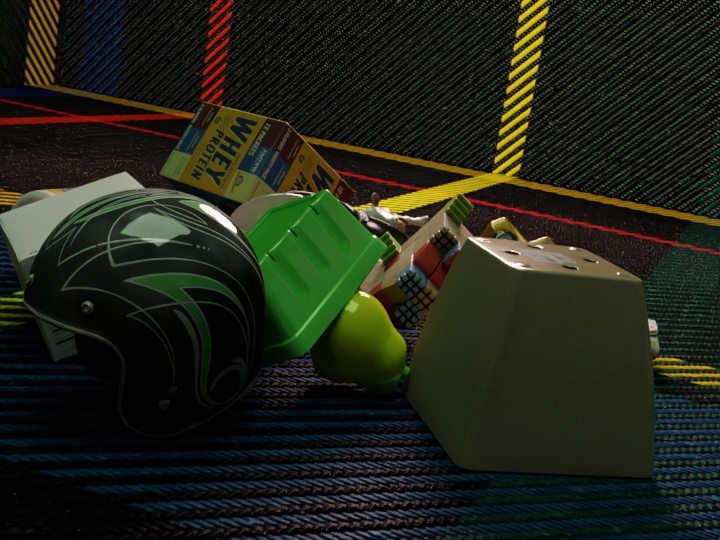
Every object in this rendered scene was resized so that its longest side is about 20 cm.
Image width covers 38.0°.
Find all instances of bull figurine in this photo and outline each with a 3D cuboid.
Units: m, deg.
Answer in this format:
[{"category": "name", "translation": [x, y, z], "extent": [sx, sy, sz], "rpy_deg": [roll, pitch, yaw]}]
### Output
[{"category": "bull figurine", "translation": [0.025, -0.049, 1.533], "extent": [0.120, 0.066, 0.200], "rpy_deg": [11, -22, -25]}]

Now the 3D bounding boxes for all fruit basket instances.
[{"category": "fruit basket", "translation": [-0.046, 0.046, 1.081], "extent": [0.154, 0.220, 0.214], "rpy_deg": [-14, -5, 39]}]

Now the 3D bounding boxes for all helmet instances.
[{"category": "helmet", "translation": [-0.182, 0.023, 0.908], "extent": [0.196, 0.193, 0.201], "rpy_deg": [-13, 26, 6]}]

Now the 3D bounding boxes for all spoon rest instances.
[{"category": "spoon rest", "translation": [-0.138, -0.048, 1.323], "extent": [0.098, 0.061, 0.200], "rpy_deg": [2, -29, -38]}]

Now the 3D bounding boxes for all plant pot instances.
[{"category": "plant pot", "translation": [0.170, 0.072, 1.013], "extent": [0.196, 0.180, 0.200], "rpy_deg": [6, 13, -15]}]

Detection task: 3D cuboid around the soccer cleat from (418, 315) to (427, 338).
[{"category": "soccer cleat", "translation": [0.099, 0.067, 1.258], "extent": [0.075, 0.068, 0.200], "rpy_deg": [-20, 9, -2]}]

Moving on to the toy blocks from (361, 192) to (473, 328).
[{"category": "toy blocks", "translation": [0.061, 0.012, 1.226], "extent": [0.100, 0.200, 0.137], "rpy_deg": [45, 18, -12]}]

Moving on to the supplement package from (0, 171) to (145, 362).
[{"category": "supplement package", "translation": [-0.282, -0.012, 1.106], "extent": [0.154, 0.113, 0.200], "rpy_deg": [-21, 24, -18]}]

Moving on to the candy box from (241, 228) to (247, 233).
[{"category": "candy box", "translation": [-0.087, 0.000, 1.262], "extent": [0.102, 0.027, 0.199], "rpy_deg": [43, 8, 30]}]

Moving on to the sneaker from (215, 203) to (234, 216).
[{"category": "sneaker", "translation": [-0.208, -0.057, 1.520], "extent": [0.075, 0.089, 0.199], "rpy_deg": [-3, 16, -35]}]

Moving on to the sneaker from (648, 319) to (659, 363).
[{"category": "sneaker", "translation": [0.313, 0.083, 1.303], "extent": [0.114, 0.075, 0.199], "rpy_deg": [12, 11, 27]}]

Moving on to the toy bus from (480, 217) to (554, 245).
[{"category": "toy bus", "translation": [0.211, 0.032, 1.211], "extent": [0.077, 0.065, 0.202], "rpy_deg": [-19, 67, -25]}]

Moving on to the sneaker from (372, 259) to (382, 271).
[{"category": "sneaker", "translation": [0.000, 0.000, 1.353], "extent": [0.198, 0.075, 0.087], "rpy_deg": [28, 29, -21]}]

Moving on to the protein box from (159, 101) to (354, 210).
[{"category": "protein box", "translation": [-0.156, -0.132, 1.595], "extent": [0.198, 0.136, 0.198], "rpy_deg": [19, -15, 40]}]

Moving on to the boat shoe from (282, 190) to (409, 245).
[{"category": "boat shoe", "translation": [-0.022, -0.055, 1.392], "extent": [0.197, 0.073, 0.068], "rpy_deg": [19, -23, -10]}]

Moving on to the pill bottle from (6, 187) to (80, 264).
[{"category": "pill bottle", "translation": [-0.338, -0.048, 1.325], "extent": [0.115, 0.119, 0.199], "rpy_deg": [15, 14, 26]}]
